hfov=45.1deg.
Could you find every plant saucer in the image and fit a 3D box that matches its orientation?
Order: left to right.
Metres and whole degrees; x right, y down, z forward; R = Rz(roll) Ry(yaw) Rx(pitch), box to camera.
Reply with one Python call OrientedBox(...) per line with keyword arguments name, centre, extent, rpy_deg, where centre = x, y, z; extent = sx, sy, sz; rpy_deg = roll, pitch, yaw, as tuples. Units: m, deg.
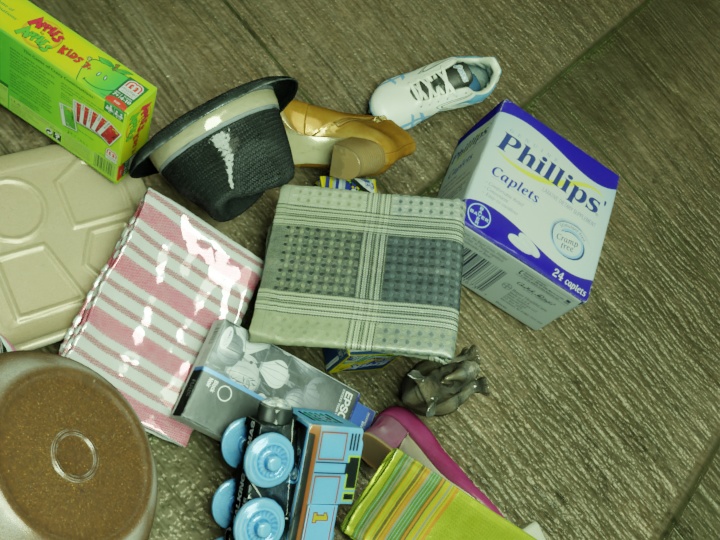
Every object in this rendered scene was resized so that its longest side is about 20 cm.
OrientedBox(name="plant saucer", centre=(-0.227, 0.147, 0.664), extent=(0.200, 0.036, 0.202), rpy_deg=(37, 35, -32))

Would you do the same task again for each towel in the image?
OrientedBox(name="towel", centre=(-0.179, 0.043, 0.807), extent=(0.146, 0.030, 0.202), rpy_deg=(33, 68, -26))
OrientedBox(name="towel", centre=(0.000, 0.000, 0.841), extent=(0.197, 0.035, 0.195), rpy_deg=(6, 54, 3))
OrientedBox(name="towel", centre=(0.084, 0.241, 0.765), extent=(0.199, 0.018, 0.087), rpy_deg=(35, 90, -15))

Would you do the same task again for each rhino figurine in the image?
OrientedBox(name="rhino figurine", centre=(0.081, 0.112, 0.853), extent=(0.086, 0.200, 0.061), rpy_deg=(-20, 81, -1))

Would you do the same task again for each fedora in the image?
OrientedBox(name="fedora", centre=(-0.122, -0.107, 0.840), extent=(0.200, 0.200, 0.092), rpy_deg=(-33, 93, -33))

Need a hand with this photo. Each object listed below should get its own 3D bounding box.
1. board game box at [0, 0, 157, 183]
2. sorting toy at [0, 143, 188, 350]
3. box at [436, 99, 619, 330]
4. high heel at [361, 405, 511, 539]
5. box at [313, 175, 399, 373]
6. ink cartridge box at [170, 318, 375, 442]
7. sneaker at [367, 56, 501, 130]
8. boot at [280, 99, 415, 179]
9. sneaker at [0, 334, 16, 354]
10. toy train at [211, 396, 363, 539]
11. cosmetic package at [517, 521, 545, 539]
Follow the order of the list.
OrientedBox(name="board game box", centre=(-0.294, -0.182, 0.828), extent=(0.199, 0.102, 0.048), rpy_deg=(34, 50, 2))
OrientedBox(name="sorting toy", centre=(-0.282, -0.031, 0.830), extent=(0.183, 0.037, 0.202), rpy_deg=(-19, 73, -32))
OrientedBox(name="box", centre=(0.190, -0.067, 1.036), extent=(0.183, 0.105, 0.202), rpy_deg=(31, 57, -11))
OrientedBox(name="high heel", centre=(0.092, 0.205, 0.854), extent=(0.200, 0.068, 0.096), rpy_deg=(41, 29, 16))
OrientedBox(name="box", centre=(-0.010, 0.004, 0.928), extent=(0.069, 0.064, 0.203), rpy_deg=(0, 67, -25))
OrientedBox(name="ink cartridge box", centre=(-0.071, 0.136, 0.825), extent=(0.199, 0.039, 0.101), rpy_deg=(31, 68, -23))
OrientedBox(name="sneaker", centre=(0.093, -0.229, 1.081), extent=(0.198, 0.072, 0.073), rpy_deg=(-24, 81, -31))
OrientedBox(name="boot", centre=(-0.046, -0.157, 0.985), extent=(0.199, 0.072, 0.144), rpy_deg=(25, 26, 18))
OrientedBox(name="sneaker", centre=(-0.361, 0.025, 0.711), extent=(0.199, 0.087, 0.081), rpy_deg=(33, 64, 6))
OrientedBox(name="toy train", centre=(-0.068, 0.213, 0.757), extent=(0.113, 0.086, 0.203), rpy_deg=(10, 89, -28))
OrientedBox(name="cosmetic package", centre=(0.106, 0.335, 0.831), extent=(0.198, 0.071, 0.106), rpy_deg=(-18, 76, -31))
